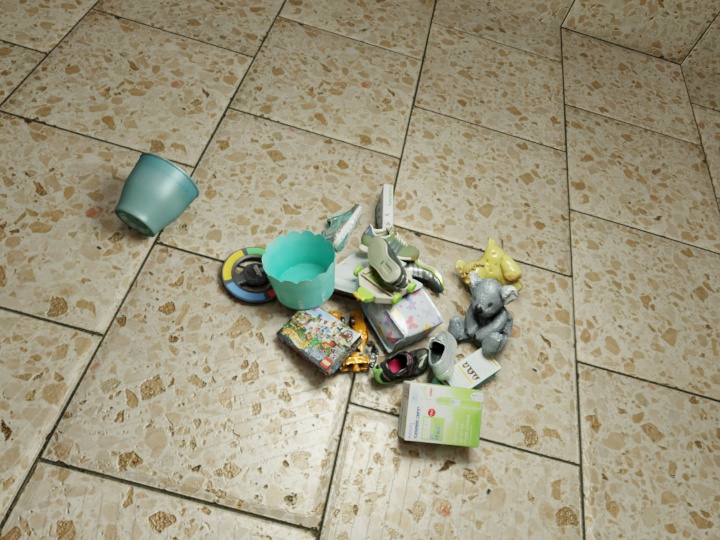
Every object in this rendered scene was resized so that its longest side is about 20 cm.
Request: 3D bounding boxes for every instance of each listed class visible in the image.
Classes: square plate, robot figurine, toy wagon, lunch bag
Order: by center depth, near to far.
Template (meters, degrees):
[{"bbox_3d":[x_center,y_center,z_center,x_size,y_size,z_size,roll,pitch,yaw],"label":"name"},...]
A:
[{"bbox_3d":[0.052,0.037,1.615,0.155,0.040,0.200,35,48,24],"label":"toy wagon"},{"bbox_3d":[-0.028,0.202,1.643,0.145,0.058,0.200,-2,55,-15],"label":"robot figurine"},{"bbox_3d":[0.112,0.109,1.685,0.169,0.127,0.200,-16,65,-37],"label":"lunch bag"},{"bbox_3d":[0.000,0.000,1.733,0.198,0.028,0.200,14,37,37],"label":"square plate"}]

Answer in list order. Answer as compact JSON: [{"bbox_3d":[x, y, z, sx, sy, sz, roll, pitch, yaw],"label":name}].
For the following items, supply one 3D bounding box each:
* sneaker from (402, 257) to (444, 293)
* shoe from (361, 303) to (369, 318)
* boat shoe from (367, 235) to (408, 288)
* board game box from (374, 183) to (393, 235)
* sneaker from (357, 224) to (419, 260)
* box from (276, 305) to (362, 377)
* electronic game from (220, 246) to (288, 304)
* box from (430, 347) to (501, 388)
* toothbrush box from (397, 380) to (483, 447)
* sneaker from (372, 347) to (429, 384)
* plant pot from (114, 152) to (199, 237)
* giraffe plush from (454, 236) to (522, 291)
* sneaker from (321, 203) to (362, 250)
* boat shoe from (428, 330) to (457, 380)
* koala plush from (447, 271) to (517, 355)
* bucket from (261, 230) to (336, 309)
[{"bbox_3d":[0.176,0.012,1.835,0.200,0.074,0.081,37,60,22],"label":"sneaker"},{"bbox_3d":[0.041,0.066,1.771,0.070,0.053,0.200,26,54,-20],"label":"shoe"},{"bbox_3d":[0.074,-0.023,1.620,0.068,0.072,0.200,29,22,-38],"label":"boat shoe"},{"bbox_3d":[0.075,-0.166,1.895,0.035,0.126,0.200,9,53,-8],"label":"board game box"},{"bbox_3d":[0.097,-0.089,1.768,0.200,0.090,0.067,8,22,-20],"label":"sneaker"},{"bbox_3d":[-0.113,0.183,1.593,0.200,0.038,0.137,31,64,30],"label":"box"},{"bbox_3d":[-0.309,0.012,1.718,0.200,0.042,0.200,7,53,-10],"label":"electronic game"},{"bbox_3d":[0.300,0.301,1.662,0.200,0.049,0.082,-25,64,-29],"label":"box"},{"bbox_3d":[0.209,0.375,1.529,0.200,0.086,0.146,9,82,-7],"label":"toothbrush box"},{"bbox_3d":[0.128,0.260,1.616,0.200,0.084,0.077,-17,68,-38],"label":"sneaker"},{"bbox_3d":[-0.610,-0.208,1.717,0.200,0.200,0.188,26,68,5],"label":"plant pot"},{"bbox_3d":[0.396,0.007,1.846,0.162,0.200,0.173,-30,32,-5],"label":"giraffe plush"},{"bbox_3d":[-0.061,-0.156,1.888,0.091,0.078,0.200,25,51,9],"label":"sneaker"},{"bbox_3d":[0.227,0.222,1.647,0.072,0.070,0.201,56,22,-21],"label":"boat shoe"},{"bbox_3d":[0.370,0.105,1.704,0.177,0.200,0.184,23,40,37],"label":"koala plush"},{"bbox_3d":[-0.165,0.000,1.637,0.207,0.135,0.207,-2,49,2],"label":"bucket"}]
